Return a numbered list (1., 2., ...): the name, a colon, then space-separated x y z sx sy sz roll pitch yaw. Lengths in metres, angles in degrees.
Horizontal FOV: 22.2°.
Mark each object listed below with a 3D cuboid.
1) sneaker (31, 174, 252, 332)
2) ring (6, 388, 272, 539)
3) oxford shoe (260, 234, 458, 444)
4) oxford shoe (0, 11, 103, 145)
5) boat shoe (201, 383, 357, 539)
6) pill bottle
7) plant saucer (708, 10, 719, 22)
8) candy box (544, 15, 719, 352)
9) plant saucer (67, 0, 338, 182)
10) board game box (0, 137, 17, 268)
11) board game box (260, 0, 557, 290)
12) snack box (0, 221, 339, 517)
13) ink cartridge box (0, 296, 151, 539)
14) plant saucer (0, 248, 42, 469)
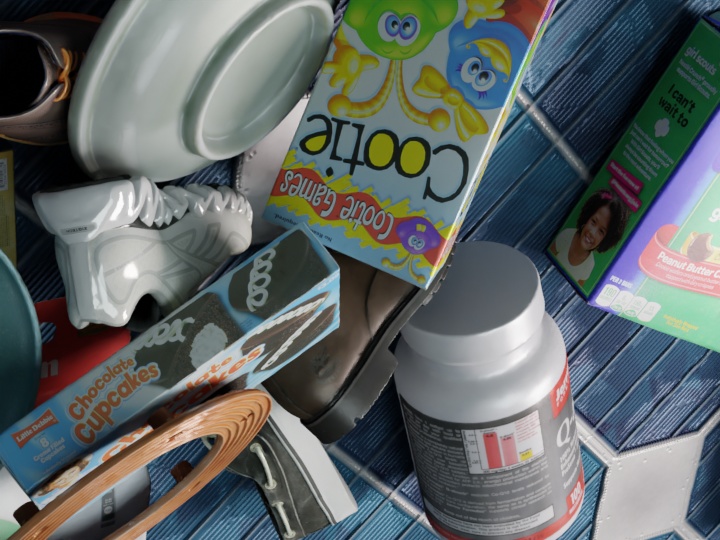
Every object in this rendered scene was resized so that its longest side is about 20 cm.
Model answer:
1. sneaker: -0.114 -0.008 1.008 0.200 0.075 0.081 -4 85 -70
2. ring: -0.134 0.123 1.004 0.200 0.019 0.200 -36 167 -10
3. oxford shoe: 0.000 0.000 1.117 0.084 0.073 0.200 39 58 -16
4. oxford shoe: -0.164 -0.096 0.946 0.200 0.073 0.071 -8 104 -44
5. boat shoe: -0.066 0.102 1.164 0.064 0.071 0.200 -30 126 -3
6. pill bottle: 0.084 0.087 1.230 0.116 0.116 0.200 -28 131 -18
7. plant saucer: 0.275 -0.101 1.311 0.070 0.019 0.200 -22 130 -22
8. candy box: 0.252 -0.052 1.266 0.169 0.077 0.200 19 110 -35
9. plant saucer: -0.067 -0.115 0.977 0.200 0.050 0.200 -44 161 -19
10. board game box: -0.255 0.026 1.005 0.135 0.035 0.200 -14 126 -28
11. board game box: 0.035 -0.105 1.035 0.105 0.103 0.200 23 100 4
12. snack box: -0.100 0.060 0.999 0.200 0.037 0.116 -35 166 -11
13. ink cartridge box: -0.197 0.112 1.047 0.161 0.050 0.200 -13 133 -29
14. plant saucer: -0.265 0.049 0.944 0.200 0.036 0.200 -9 112 -24
